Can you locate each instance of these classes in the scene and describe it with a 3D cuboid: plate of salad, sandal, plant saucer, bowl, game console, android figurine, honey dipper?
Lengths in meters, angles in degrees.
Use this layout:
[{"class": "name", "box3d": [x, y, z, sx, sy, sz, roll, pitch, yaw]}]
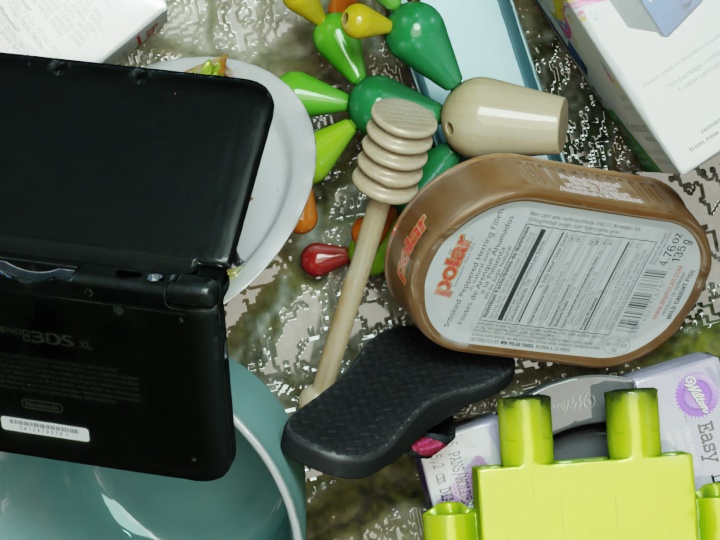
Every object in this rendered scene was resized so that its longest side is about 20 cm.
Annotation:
[{"class": "plate of salad", "box3d": [-0.119, -0.044, 1.574, 0.199, 0.200, 0.048, -32, 137, -3]}, {"class": "sandal", "box3d": [0.018, 0.079, 1.594, 0.075, 0.200, 0.045, 21, 118, 24]}, {"class": "plant saucer", "box3d": [0.072, -0.085, 1.660, 0.069, 0.019, 0.201, -19, 94, -4]}, {"class": "bowl", "box3d": [-0.109, 0.119, 1.588, 0.199, 0.105, 0.202, 7, 115, 16]}, {"class": "game console", "box3d": [-0.146, -0.003, 1.499, 0.199, 0.117, 0.177, 7, 123, 18]}, {"class": "android figurine", "box3d": [0.126, 0.167, 1.611, 0.181, 0.041, 0.202, -5, 91, -4]}, {"class": "honey dipper", "box3d": [0.000, 0.000, 1.596, 0.038, 0.038, 0.201, 13, 121, -5]}]

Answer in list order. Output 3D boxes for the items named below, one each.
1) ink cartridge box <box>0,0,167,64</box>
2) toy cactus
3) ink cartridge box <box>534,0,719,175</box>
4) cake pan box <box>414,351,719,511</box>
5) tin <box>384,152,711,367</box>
[{"class": "ink cartridge box", "box3d": [-0.169, -0.128, 1.590, 0.200, 0.116, 0.068, -40, 94, -2]}, {"class": "toy cactus", "box3d": [0.033, -0.086, 1.610, 0.164, 0.102, 0.202, 6, 106, 14]}, {"class": "ink cartridge box", "box3d": [0.146, -0.157, 1.599, 0.087, 0.145, 0.201, -32, 95, -1]}, {"class": "cake pan box", "box3d": [0.138, 0.158, 1.656, 0.183, 0.052, 0.201, -14, 92, -6]}, {"class": "tin", "box3d": [0.106, -0.004, 1.603, 0.199, 0.042, 0.113, 7, 117, -33]}]
